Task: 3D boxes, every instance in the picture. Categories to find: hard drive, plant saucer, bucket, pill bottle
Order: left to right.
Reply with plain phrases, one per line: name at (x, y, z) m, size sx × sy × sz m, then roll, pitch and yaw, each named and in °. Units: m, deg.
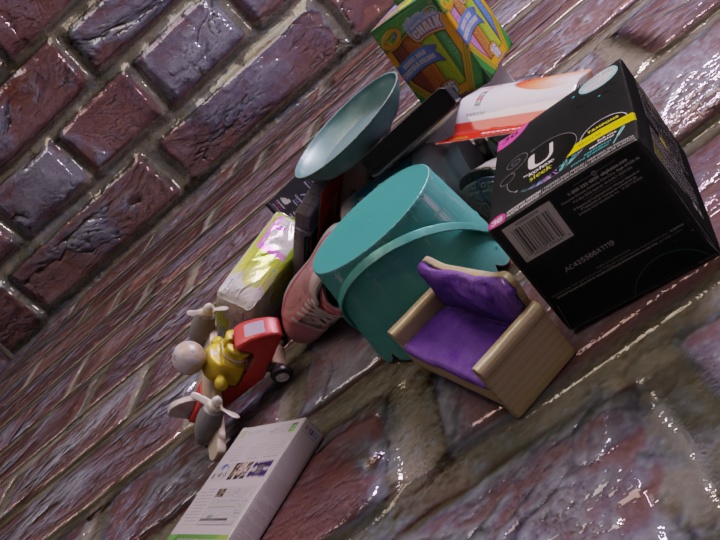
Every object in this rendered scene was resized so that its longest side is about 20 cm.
plant saucer at (-0.010, -0.192, 1.224) m, size 0.200 × 0.036 × 0.200 m, roll -41°, pitch 20°, yaw 18°
bucket at (0.052, -0.012, 1.006) m, size 0.207 × 0.135 × 0.208 m, roll -39°, pitch 18°, yaw 15°
hard drive at (0.072, -0.191, 1.177) m, size 0.139 × 0.033 × 0.200 m, roll -41°, pitch 4°, yaw 14°
pill bottle at (0.076, -0.098, 1.190) m, size 0.199 × 0.111 × 0.111 m, roll -32°, pitch 20°, yaw 31°

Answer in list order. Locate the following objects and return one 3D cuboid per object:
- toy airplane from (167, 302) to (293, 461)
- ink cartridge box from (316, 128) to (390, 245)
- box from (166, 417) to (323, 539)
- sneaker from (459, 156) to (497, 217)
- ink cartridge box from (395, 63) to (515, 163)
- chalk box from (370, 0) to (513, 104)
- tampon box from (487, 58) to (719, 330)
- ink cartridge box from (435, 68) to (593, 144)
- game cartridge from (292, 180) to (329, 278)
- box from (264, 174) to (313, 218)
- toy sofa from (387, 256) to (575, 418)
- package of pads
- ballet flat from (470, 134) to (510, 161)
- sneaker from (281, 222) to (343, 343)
toy airplane at (-0.203, 0.141, 1.191) m, size 0.199 × 0.141 × 0.201 m, roll 8°, pitch 72°, yaw 51°
ink cartridge box at (-0.012, -0.105, 1.333) m, size 0.201 × 0.043 × 0.174 m, roll 98°, pitch -165°, yaw -52°
box at (-0.138, 0.256, 0.972) m, size 0.144 × 0.036 × 0.200 m, roll -20°, pitch 27°, yaw 51°
sneaker at (0.207, -0.119, 1.048) m, size 0.199 × 0.075 × 0.087 m, roll -14°, pitch 24°, yaw 42°
ink cartridge box at (0.144, -0.218, 1.360) m, size 0.200 × 0.085 × 0.144 m, roll -46°, pitch 18°, yaw -14°
chalk box at (0.109, -0.360, 1.296) m, size 0.124 × 0.200 × 0.124 m, roll -25°, pitch 23°, yaw 42°
tampon box at (0.216, -0.075, 0.809) m, size 0.149 × 0.126 × 0.200 m, roll -33°, pitch 20°, yaw 26°
ink cartridge box at (0.195, -0.207, 1.106) m, size 0.161 × 0.051 × 0.200 m, roll -4°, pitch 14°, yaw 29°
game cartridge at (-0.065, -0.063, 1.352) m, size 0.201 × 0.038 × 0.130 m, roll 97°, pitch -167°, yaw -54°
box at (-0.053, -0.138, 1.516) m, size 0.200 × 0.106 × 0.122 m, roll -44°, pitch -5°, yaw -1°
toy sofa at (0.097, 0.056, 0.818) m, size 0.083 × 0.098 × 0.200 m, roll -46°, pitch 19°, yaw -11°
package of pads at (-0.152, 0.022, 1.375) m, size 0.201 × 0.068 × 0.155 m, roll -58°, pitch -11°, yaw -37°
ballet flat at (0.188, -0.162, 1.167) m, size 0.074 × 0.074 × 0.200 m, roll -44°, pitch 18°, yaw -3°
sneaker at (-0.053, 0.042, 1.148) m, size 0.105 × 0.075 × 0.201 m, roll -93°, pitch 26°, yaw -53°
